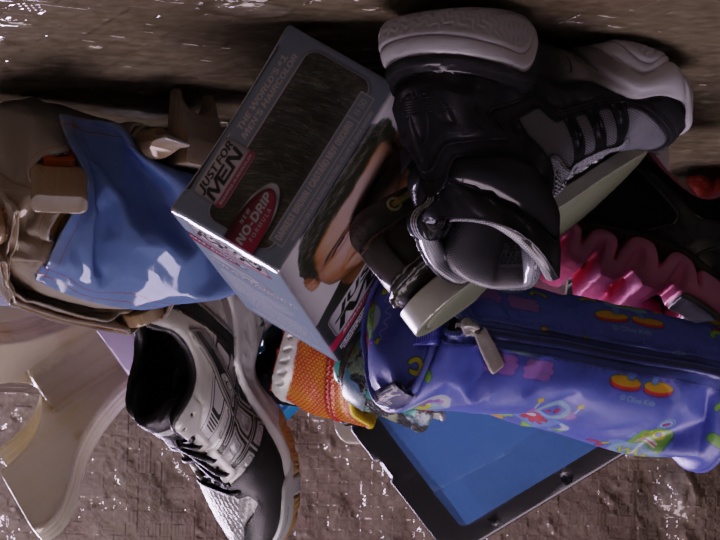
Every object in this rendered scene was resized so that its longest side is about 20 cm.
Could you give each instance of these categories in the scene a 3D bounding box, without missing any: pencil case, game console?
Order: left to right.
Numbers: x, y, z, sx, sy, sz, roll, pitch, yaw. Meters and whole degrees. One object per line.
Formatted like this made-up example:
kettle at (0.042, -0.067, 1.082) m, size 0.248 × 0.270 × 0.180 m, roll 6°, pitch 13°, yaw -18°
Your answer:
game console at (0.059, 0.070, 1.559) m, size 0.199 × 0.117 × 0.175 m, roll -35°, pitch 155°, yaw 27°
pencil case at (0.097, 0.046, 1.310) m, size 0.199 × 0.079 × 0.087 m, roll 12°, pitch 170°, yaw -23°

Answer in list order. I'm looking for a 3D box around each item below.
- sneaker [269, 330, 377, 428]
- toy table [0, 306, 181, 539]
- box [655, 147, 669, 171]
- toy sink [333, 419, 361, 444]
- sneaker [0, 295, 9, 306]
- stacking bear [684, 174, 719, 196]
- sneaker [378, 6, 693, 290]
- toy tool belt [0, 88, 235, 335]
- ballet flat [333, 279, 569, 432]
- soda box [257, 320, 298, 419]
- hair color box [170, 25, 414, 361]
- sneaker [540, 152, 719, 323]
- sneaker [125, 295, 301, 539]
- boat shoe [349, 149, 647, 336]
sneaker at (0.000, 0.000, 1.449) m, size 0.077 × 0.073 × 0.201 m, roll 16°, pitch 135°, yaw 10°
toy table at (-0.179, 0.064, 1.589) m, size 0.117 × 0.184 × 0.201 m, roll -33°, pitch 132°, yaw -3°
box at (0.067, -0.049, 1.502) m, size 0.143 × 0.037 × 0.200 m, roll 4°, pitch 174°, yaw -20°
toy sink at (0.086, 0.034, 1.683) m, size 0.198 × 0.132 × 0.112 m, roll -1°, pitch -168°, yaw 8°
sneaker at (-0.260, -0.016, 1.626) m, size 0.198 × 0.081 × 0.146 m, roll 7°, pitch 177°, yaw 2°
stacking bear at (0.239, 0.003, 1.611) m, size 0.113 × 0.122 × 0.200 m, roll -36°, pitch 153°, yaw 8°
sneaker at (0.078, -0.046, 1.183) m, size 0.075 × 0.115 × 0.199 m, roll -4°, pitch 171°, yaw 40°
toy tool belt at (-0.099, -0.028, 1.347) m, size 0.199 × 0.126 × 0.123 m, roll 5°, pitch -179°, yaw -34°
ballet flat at (0.068, 0.030, 1.404) m, size 0.074 × 0.075 × 0.200 m, roll -6°, pitch -159°, yaw 45°
soda box at (-0.063, 0.024, 1.606) m, size 0.068 × 0.064 × 0.200 m, roll 37°, pitch 156°, yaw 17°
hair color box at (-0.021, -0.031, 1.256) m, size 0.060 × 0.099 × 0.200 m, roll 30°, pitch 172°, yaw 13°
sneaker at (0.109, -0.043, 1.378) m, size 0.199 × 0.096 × 0.079 m, roll 28°, pitch 154°, yaw -11°
sneaker at (-0.095, 0.081, 1.514) m, size 0.075 × 0.201 × 0.088 m, roll 9°, pitch -147°, yaw 41°
boat shoe at (0.071, -0.039, 1.263) m, size 0.201 × 0.061 × 0.072 m, roll -34°, pitch 169°, yaw -47°
